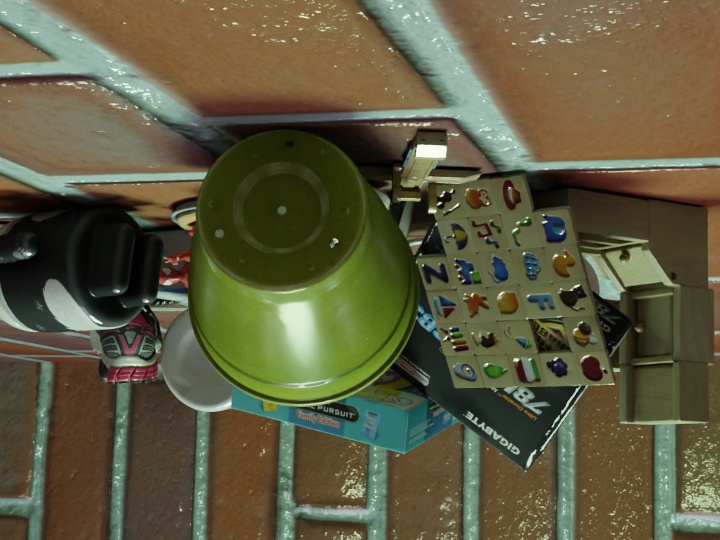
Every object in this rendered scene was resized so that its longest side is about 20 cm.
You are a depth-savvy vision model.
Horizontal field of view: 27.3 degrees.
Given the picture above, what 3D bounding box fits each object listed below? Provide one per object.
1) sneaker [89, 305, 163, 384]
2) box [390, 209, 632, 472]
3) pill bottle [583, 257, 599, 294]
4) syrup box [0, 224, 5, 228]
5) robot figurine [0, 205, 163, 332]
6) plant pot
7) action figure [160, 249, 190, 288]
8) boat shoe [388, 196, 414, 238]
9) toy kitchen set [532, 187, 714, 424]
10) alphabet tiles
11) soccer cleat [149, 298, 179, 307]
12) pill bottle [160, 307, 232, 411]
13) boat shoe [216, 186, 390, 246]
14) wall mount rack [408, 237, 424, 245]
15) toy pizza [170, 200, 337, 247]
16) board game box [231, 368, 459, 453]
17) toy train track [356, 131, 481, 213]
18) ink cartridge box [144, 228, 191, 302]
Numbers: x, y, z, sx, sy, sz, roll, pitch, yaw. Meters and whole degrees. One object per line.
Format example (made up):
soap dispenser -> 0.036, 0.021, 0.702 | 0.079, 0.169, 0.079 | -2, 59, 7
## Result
sneaker -> -0.250, 0.060, 1.610 | 0.080, 0.075, 0.200 | -1, -166, -15
box -> 0.124, 0.061, 1.378 | 0.050, 0.200, 0.199 | -40, 164, -47
pill bottle -> 0.181, 0.031, 1.663 | 0.110, 0.112, 0.200 | 5, 172, -23
syrup box -> -0.381, -0.006, 1.618 | 0.198, 0.082, 0.079 | 3, 174, -5
robot figurine -> -0.289, -0.003, 1.486 | 0.199, 0.151, 0.125 | -5, -146, 37
plant pot -> -0.054, -0.013, 1.175 | 0.198, 0.202, 0.193 | 1, 161, 4
action figure -> -0.121, 0.011, 1.499 | 0.198, 0.066, 0.099 | 1, -170, 15
boat shoe -> 0.000, 0.000, 1.420 | 0.060, 0.074, 0.201 | 24, 136, 1
toy kitchen set -> 0.212, 0.042, 1.402 | 0.179, 0.202, 0.163 | 6, 170, -32
alphabet tiles -> 0.127, 0.012, 1.308 | 0.166, 0.201, 0.008 | -4, -159, 36
soccer cleat -> -0.263, 0.008, 1.802 | 0.199, 0.069, 0.073 | -4, -173, 37
pill bottle -> -0.126, 0.092, 1.632 | 0.113, 0.115, 0.200 | -2, 179, 21
boat shoe -> -0.061, -0.027, 1.356 | 0.199, 0.070, 0.071 | -14, 149, 30
wall mount rack -> -0.006, 0.020, 1.609 | 0.199, 0.075, 0.174 | -19, -152, -14
toy pizza -> -0.091, -0.041, 1.484 | 0.198, 0.032, 0.200 | 1, 172, 0
board game box -> -0.008, 0.123, 1.509 | 0.199, 0.047, 0.151 | 12, -166, 26
toy train track -> 0.047, -0.075, 1.208 | 0.114, 0.033, 0.200 | 2, 171, -4
ink cartridge box -> -0.163, 0.000, 1.672 | 0.115, 0.068, 0.199 | -4, 171, 36
